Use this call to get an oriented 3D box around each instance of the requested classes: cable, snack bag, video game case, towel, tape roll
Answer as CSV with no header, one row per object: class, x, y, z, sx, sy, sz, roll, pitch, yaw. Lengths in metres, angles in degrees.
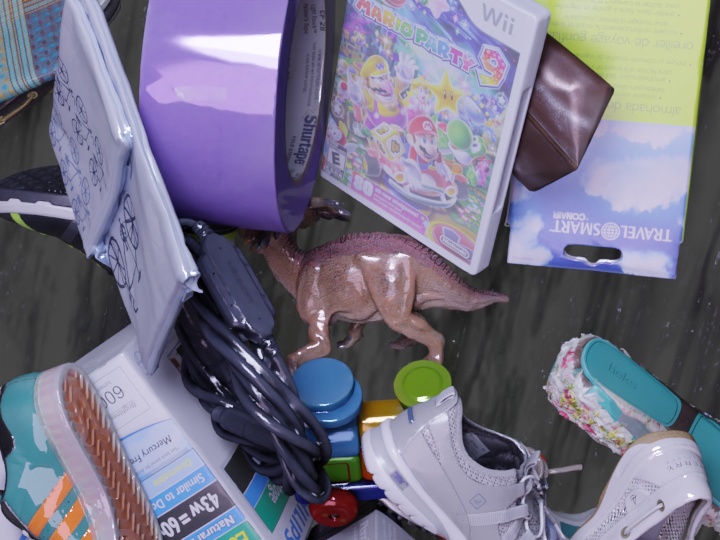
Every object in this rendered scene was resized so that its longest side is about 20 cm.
cable,-0.081,0.070,1.054,0.051,0.163,0.200,-25,73,-23
snack bag,-0.153,-0.046,1.015,0.021,0.189,0.200,-16,74,-21
video game case,0.042,-0.110,1.059,0.143,0.018,0.200,34,134,26
towel,-0.288,-0.162,1.119,0.199,0.022,0.147,-19,65,14
tape roll,-0.074,-0.127,1.042,0.085,0.200,0.201,7,109,8

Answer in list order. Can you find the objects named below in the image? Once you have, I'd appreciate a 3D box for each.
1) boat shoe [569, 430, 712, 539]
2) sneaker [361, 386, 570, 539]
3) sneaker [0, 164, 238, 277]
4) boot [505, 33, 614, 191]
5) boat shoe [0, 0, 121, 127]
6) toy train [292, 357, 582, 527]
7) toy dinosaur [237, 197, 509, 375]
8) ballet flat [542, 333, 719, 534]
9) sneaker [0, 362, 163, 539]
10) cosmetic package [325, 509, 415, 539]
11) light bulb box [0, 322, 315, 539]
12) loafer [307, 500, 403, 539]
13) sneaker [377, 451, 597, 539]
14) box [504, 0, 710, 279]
boat shoe,0.185,0.200,1.112,0.071,0.069,0.200,-1,131,-18
sneaker,0.093,0.152,1.049,0.082,0.075,0.200,-39,120,20
sneaker,-0.176,-0.020,1.151,0.199,0.072,0.083,10,112,19
boot,0.100,-0.167,1.022,0.200,0.064,0.187,50,138,17
boat shoe,-0.246,-0.144,1.142,0.201,0.061,0.072,-31,58,11
toy train,0.050,0.103,1.097,0.199,0.085,0.116,-4,140,2
toy dinosaur,0.000,0.000,1.132,0.199,0.086,0.136,0,108,10
ballet flat,0.211,0.122,1.157,0.200,0.076,0.064,43,141,-2
sneaker,-0.193,0.163,1.099,0.080,0.071,0.201,-17,99,19
cosmetic package,-0.036,0.270,1.159,0.200,0.107,0.090,-38,121,22
light bulb box,-0.170,0.166,1.195,0.198,0.125,0.200,-34,99,17
loafer,-0.044,0.237,1.240,0.200,0.063,0.072,-36,121,23
sneaker,0.084,0.156,1.188,0.200,0.070,0.094,34,95,-1
box,0.163,-0.101,1.091,0.122,0.048,0.201,6,109,9
